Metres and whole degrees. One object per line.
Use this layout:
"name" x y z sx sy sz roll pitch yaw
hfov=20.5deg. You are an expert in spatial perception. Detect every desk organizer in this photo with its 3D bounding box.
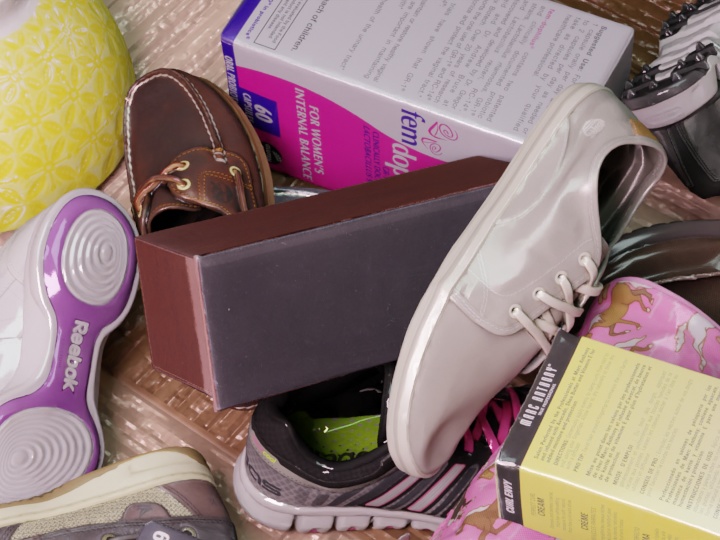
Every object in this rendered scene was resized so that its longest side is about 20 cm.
"desk organizer" 0.000 0.000 0.943 0.199 0.072 0.077 -14 16 -27

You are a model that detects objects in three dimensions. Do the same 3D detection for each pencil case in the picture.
"pencil case" 0.093 0.095 0.895 0.086 0.083 0.200 40 67 2

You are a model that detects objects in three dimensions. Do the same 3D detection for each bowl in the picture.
"bowl" -0.222 -0.127 1.094 0.199 0.108 0.201 3 48 -3

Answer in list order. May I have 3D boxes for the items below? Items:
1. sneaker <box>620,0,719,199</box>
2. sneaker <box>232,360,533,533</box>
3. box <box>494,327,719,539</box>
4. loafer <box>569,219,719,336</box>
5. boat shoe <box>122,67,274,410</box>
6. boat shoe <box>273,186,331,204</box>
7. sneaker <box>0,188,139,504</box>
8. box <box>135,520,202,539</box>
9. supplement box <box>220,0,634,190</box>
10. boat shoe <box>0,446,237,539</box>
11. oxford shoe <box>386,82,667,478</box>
"sneaker" 0.203 -0.100 1.100 0.066 0.091 0.200 -20 18 34
"sneaker" 0.035 0.078 0.957 0.199 0.088 0.074 -3 53 0
"box" 0.159 0.092 0.807 0.199 0.050 0.075 16 56 19
"loafer" 0.185 0.016 1.006 0.199 0.073 0.071 -17 53 -10
"boat shoe" -0.080 -0.023 1.019 0.070 0.070 0.201 -34 63 22
"boat shoe" 0.012 -0.017 1.045 0.199 0.062 0.073 14 57 13
"sneaker" -0.169 0.059 1.001 0.075 0.099 0.201 29 68 -29
"box" -0.026 0.212 0.848 0.199 0.106 0.122 20 59 15
"supplement box" 0.036 -0.096 1.079 0.199 0.101 0.104 19 57 16
"boat shoe" -0.150 0.147 0.924 0.200 0.072 0.066 -23 51 -20
"oxford shoe" 0.076 0.007 0.899 0.058 0.075 0.200 27 79 28
